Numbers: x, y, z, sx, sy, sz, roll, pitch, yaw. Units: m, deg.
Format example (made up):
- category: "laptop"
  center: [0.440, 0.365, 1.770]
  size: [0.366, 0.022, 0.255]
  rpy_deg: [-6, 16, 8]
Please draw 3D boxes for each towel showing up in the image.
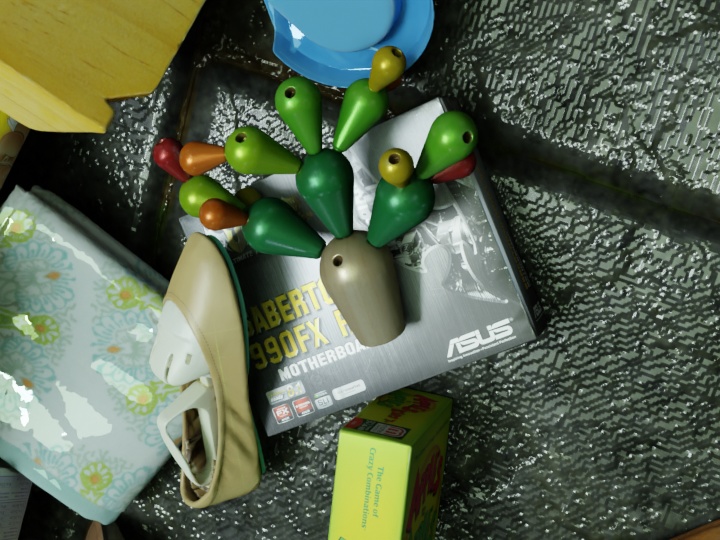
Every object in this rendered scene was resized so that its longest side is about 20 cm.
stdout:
- category: "towel"
  center: [-0.203, 0.061, 0.738]
  size: [0.200, 0.048, 0.171]
  rpy_deg: [38, 106, -10]

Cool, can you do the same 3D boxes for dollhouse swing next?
- category: "dollhouse swing"
  center: [-0.210, -0.193, 0.675]
  size: [0.181, 0.201, 0.175]
  rpy_deg: [34, 156, -25]

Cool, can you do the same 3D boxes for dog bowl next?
- category: "dog bowl"
  center: [-0.039, -0.196, 0.621]
  size: [0.200, 0.050, 0.111]
  rpy_deg: [39, 132, -23]

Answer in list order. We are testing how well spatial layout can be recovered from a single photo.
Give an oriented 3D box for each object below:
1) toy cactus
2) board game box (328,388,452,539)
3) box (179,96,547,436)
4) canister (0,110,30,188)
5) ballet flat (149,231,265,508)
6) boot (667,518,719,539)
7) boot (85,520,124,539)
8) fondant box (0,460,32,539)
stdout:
- category: "toy cactus"
  center: [-0.015, -0.037, 0.626]
  size: [0.198, 0.102, 0.166]
  rpy_deg: [-13, 112, 18]
- category: "board game box"
  center: [0.014, 0.187, 0.686]
  size: [0.047, 0.102, 0.202]
  rpy_deg: [10, 103, 18]
- category: "box"
  center: [0.000, 0.000, 0.687]
  size: [0.199, 0.048, 0.160]
  rpy_deg: [-21, 92, 21]
- category: "canister"
  center: [-0.301, -0.039, 0.699]
  size: [0.148, 0.086, 0.201]
  rpy_deg: [-9, 55, 49]
- category: "ballet flat"
  center: [-0.101, 0.074, 0.679]
  size: [0.068, 0.063, 0.202]
  rpy_deg: [32, 137, 47]
- category: "boot"
  center: [0.176, 0.268, 0.678]
  size: [0.198, 0.068, 0.190]
  rpy_deg: [-18, 86, 14]
- category: "boot"
  center: [-0.129, 0.268, 0.754]
  size: [0.145, 0.201, 0.071]
  rpy_deg: [16, 123, -20]
- category: "fondant box"
  center: [-0.331, 0.223, 0.754]
  size: [0.143, 0.058, 0.202]
  rpy_deg: [11, 84, 13]
